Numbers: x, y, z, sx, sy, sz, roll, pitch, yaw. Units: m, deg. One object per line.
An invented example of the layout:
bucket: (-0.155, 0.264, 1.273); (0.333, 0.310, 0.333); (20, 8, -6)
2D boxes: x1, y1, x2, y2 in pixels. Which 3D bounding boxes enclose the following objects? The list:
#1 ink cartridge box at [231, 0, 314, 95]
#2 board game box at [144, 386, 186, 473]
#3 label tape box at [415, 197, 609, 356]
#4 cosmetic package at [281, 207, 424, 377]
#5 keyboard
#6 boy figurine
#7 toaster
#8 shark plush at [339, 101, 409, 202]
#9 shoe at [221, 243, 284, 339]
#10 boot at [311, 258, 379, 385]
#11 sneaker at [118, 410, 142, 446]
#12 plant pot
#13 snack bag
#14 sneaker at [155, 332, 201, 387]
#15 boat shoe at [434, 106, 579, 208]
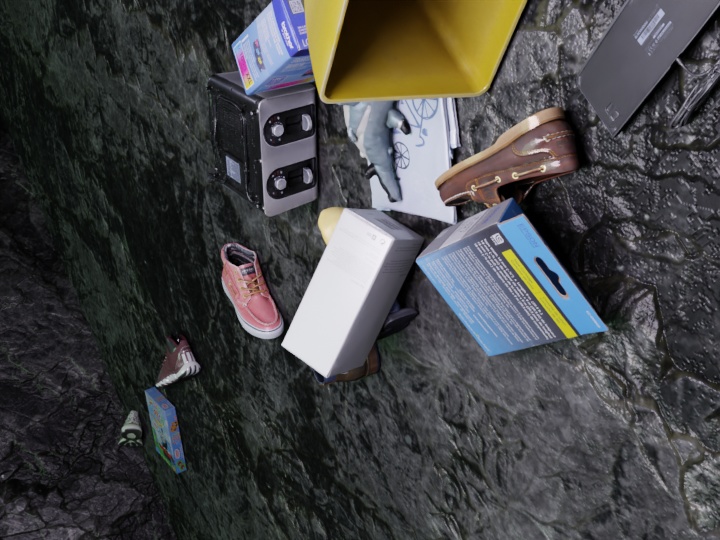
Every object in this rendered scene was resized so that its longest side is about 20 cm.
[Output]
ink cartridge box: (-0.062, -0.299, 1.061); (0.200, 0.136, 0.077); (-19, 92, 60)
board game box: (-0.545, 0.445, 2.351); (0.151, 0.036, 0.202); (25, 125, 52)
label tape box: (0.166, 0.005, 0.882); (0.145, 0.063, 0.200); (51, 151, -8)
cosmetic package: (-0.008, 0.028, 1.088); (0.084, 0.107, 0.201); (32, 104, 21)
keyboard: (0.263, -0.187, 0.706); (0.128, 0.020, 0.200); (64, 150, 24)
boy figurine: (0.000, 0.000, 1.194); (0.201, 0.064, 0.125); (60, 148, 20)
toaster: (-0.151, -0.201, 1.276); (0.200, 0.118, 0.182); (33, 132, 46)
shark plush: (0.021, -0.178, 1.025); (0.083, 0.091, 0.202); (2, 105, 27)
shoe: (-0.202, 0.034, 1.532); (0.200, 0.071, 0.092); (48, 148, 42)
boot: (-0.044, 0.075, 1.272); (0.075, 0.096, 0.202); (-23, 87, 59)
sneaker: (-0.718, 0.500, 2.657); (0.200, 0.076, 0.089); (125, 152, -56)
plant pot: (0.040, -0.308, 0.850); (0.201, 0.198, 0.177); (110, 143, -47)
snack bag: (0.061, -0.161, 1.049); (0.188, 0.021, 0.202); (18, 120, 55)
sneaker: (-0.455, 0.214, 2.056); (0.199, 0.075, 0.117); (-28, 77, 49)
boat shoe: (0.149, -0.099, 0.888); (0.200, 0.070, 0.071); (-29, 80, 59)
